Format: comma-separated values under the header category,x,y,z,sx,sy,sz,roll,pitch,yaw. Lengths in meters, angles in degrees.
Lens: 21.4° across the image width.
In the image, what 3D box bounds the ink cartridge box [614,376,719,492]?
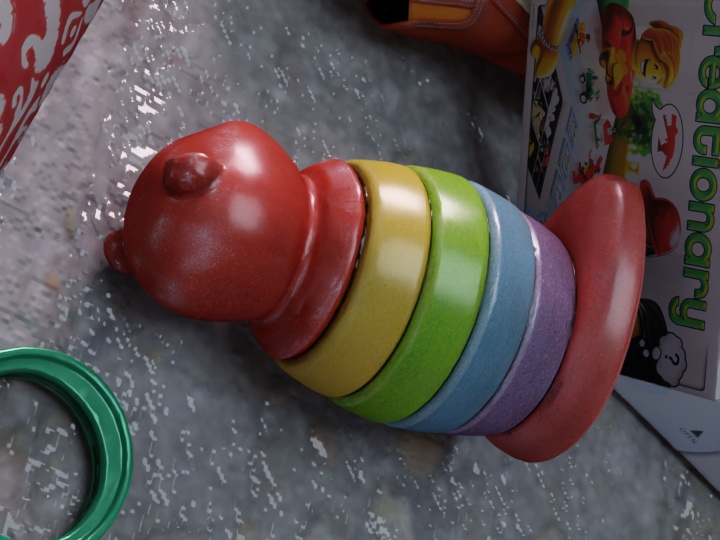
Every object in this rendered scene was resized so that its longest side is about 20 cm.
category,x,y,z,sx,sy,sz,roll,pitch,yaw
ink cartridge box,0.216,0.042,0.863,0.160,0.200,0.047,44,52,-19

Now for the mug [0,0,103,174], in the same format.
category,x,y,z,sx,sy,sz,roll,pitch,yaw
mug,-0.180,-0.087,0.628,0.177,0.133,0.200,35,58,-25

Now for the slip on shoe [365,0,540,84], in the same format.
category,x,y,z,sx,sy,sz,roll,pitch,yaw
slip on shoe,0.032,-0.131,0.872,0.200,0.074,0.061,37,90,-33

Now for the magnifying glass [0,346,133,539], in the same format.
category,x,y,z,sx,sy,sz,roll,pitch,yaw
magnifying glass,-0.159,0.087,0.651,0.200,0.022,0.080,-26,92,-45

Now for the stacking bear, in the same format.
category,x,y,z,sx,sy,sz,roll,pitch,yaw
stacking bear,0.000,0.000,0.765,0.200,0.121,0.114,19,55,-24

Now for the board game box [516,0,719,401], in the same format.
category,x,y,z,sx,sy,sz,roll,pitch,yaw
board game box,0.124,-0.054,0.822,0.035,0.126,0.200,-5,102,-40
